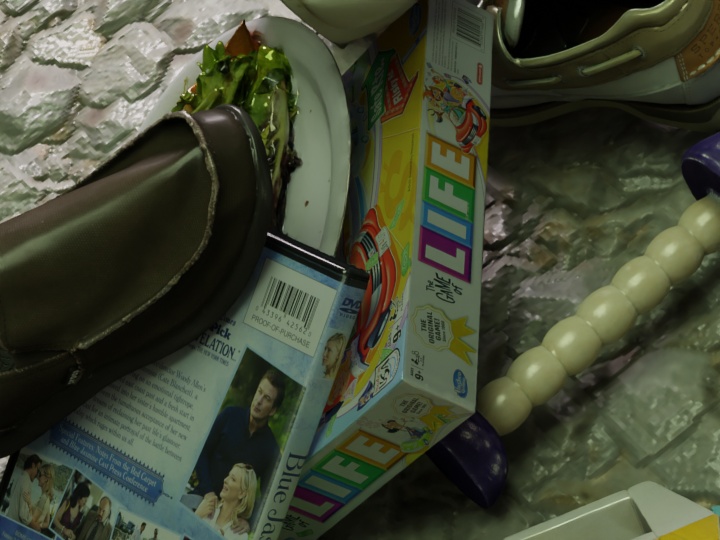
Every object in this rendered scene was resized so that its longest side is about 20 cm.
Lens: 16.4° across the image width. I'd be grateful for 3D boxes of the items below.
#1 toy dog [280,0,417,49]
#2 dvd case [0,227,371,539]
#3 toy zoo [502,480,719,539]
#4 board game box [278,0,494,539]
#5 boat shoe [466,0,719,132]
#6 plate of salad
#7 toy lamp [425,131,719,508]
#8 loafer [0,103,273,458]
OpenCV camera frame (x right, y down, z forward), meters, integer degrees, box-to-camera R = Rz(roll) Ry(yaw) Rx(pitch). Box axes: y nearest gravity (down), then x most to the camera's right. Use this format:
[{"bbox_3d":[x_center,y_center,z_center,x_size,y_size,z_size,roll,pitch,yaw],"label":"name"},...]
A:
[{"bbox_3d":[0.013,-0.201,1.000,0.200,0.139,0.194,-50,22,4],"label":"toy dog"},{"bbox_3d":[-0.081,0.072,0.979,0.142,0.018,0.201,24,97,41],"label":"dvd case"},{"bbox_3d":[0.054,0.123,0.880,0.199,0.021,0.131,-22,10,0],"label":"toy zoo"},{"bbox_3d":[0.000,0.000,1.008,0.134,0.034,0.201,-44,32,43],"label":"board game box"},{"bbox_3d":[0.084,-0.106,1.059,0.199,0.068,0.075,5,62,47],"label":"boat shoe"},{"bbox_3d":[-0.072,-0.014,1.041,0.200,0.048,0.201,-30,50,44],"label":"plate of salad"},{"bbox_3d":[0.107,0.009,0.984,0.200,0.058,0.058,-43,47,-10],"label":"toy lamp"},{"bbox_3d":[-0.113,0.008,0.960,0.200,0.071,0.073,-42,57,26],"label":"loafer"}]
